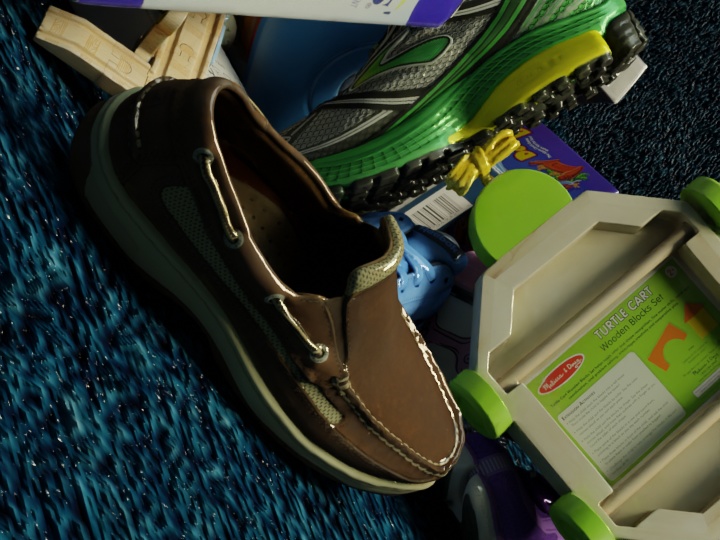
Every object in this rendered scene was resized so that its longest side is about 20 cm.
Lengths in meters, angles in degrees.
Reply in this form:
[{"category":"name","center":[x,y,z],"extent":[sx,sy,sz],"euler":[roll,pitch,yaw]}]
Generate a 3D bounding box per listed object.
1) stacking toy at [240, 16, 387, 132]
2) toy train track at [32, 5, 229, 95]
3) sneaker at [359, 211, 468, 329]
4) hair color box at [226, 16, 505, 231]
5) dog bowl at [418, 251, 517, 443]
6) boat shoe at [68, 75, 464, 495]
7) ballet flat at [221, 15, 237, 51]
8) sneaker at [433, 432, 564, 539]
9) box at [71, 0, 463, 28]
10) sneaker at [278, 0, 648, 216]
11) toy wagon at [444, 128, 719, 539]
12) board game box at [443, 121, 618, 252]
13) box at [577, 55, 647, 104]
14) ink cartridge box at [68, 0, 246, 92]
[{"category":"stacking toy","center":[-0.024,-0.152,0.927],"extent":[0.116,0.110,0.200],"euler":[2,40,-23]},{"category":"toy train track","center":[-0.065,-0.100,0.721],"extent":[0.115,0.033,0.200],"euler":[34,36,-20]},{"category":"sneaker","center":[0.000,0.000,0.783],"extent":[0.066,0.078,0.200],"euler":[60,12,7]},{"category":"hair color box","center":[-0.008,-0.108,0.993],"extent":[0.200,0.100,0.061],"euler":[62,13,24]},{"category":"dog bowl","center":[0.116,0.053,0.889],"extent":[0.200,0.074,0.200],"euler":[22,3,-1]},{"category":"boat shoe","center":[-0.015,0.010,0.638],"extent":[0.202,0.075,0.075],"euler":[45,43,-31]},{"category":"ballet flat","center":[-0.090,-0.172,0.923],"extent":[0.066,0.057,0.200],"euler":[49,13,-33]},{"category":"sneaker","center":[0.096,0.118,0.856],"extent":[0.200,0.083,0.081],"euler":[42,18,-53]},{"category":"box","center":[-0.055,-0.197,0.728],"extent":[0.200,0.105,0.184],"euler":[-3,47,-41]},{"category":"sneaker","center":[0.027,-0.086,0.816],"extent":[0.085,0.200,0.078],"euler":[61,1,9]},{"category":"toy wagon","center":[0.112,0.025,0.783],"extent":[0.200,0.155,0.040],"euler":[50,-14,8]},{"category":"board game box","center":[0.081,-0.033,1.057],"extent":[0.200,0.045,0.135],"euler":[-130,-150,-49]},{"category":"box","center":[0.064,-0.175,1.025],"extent":[0.200,0.036,0.143],"euler":[47,-10,-16]},{"category":"ink cartridge box","center":[-0.115,-0.148,0.799],"extent":[0.200,0.037,0.095],"euler":[63,13,18]}]
